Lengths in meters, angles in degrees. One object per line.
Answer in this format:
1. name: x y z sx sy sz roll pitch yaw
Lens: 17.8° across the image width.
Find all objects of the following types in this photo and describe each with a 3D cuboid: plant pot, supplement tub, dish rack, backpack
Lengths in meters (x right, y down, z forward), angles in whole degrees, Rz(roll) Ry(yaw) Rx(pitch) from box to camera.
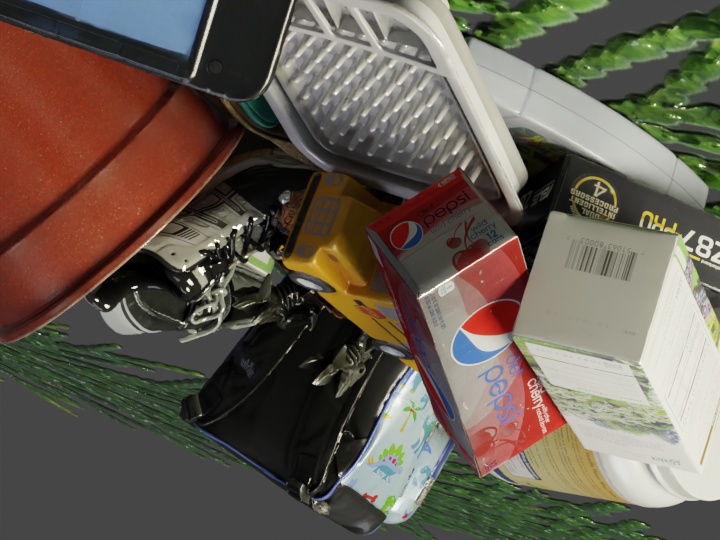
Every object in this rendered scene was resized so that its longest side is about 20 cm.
1. plant pot: -0.207 -0.095 1.391 0.196 0.201 0.200 49 158 -13
2. supplement tub: 0.184 0.096 1.691 0.199 0.145 0.144 5 160 47
3. dish rack: 0.008 -0.111 1.290 0.171 0.044 0.200 18 154 33
4. backpack: -0.005 0.084 1.793 0.182 0.201 0.147 29 175 39

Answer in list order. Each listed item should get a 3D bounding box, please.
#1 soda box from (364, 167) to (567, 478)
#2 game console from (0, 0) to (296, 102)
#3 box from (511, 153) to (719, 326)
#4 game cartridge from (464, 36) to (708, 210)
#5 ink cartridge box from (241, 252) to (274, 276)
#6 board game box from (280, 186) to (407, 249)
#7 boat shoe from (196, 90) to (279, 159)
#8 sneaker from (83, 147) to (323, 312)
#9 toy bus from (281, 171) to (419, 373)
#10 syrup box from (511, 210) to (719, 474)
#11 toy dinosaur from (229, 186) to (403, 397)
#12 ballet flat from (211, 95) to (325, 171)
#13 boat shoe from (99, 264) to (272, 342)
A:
1. soda box: 0.065 0.034 1.337 0.064 0.070 0.201 53 170 36
2. game console: -0.125 -0.187 1.145 0.199 0.174 0.119 20 -168 5
3. box: 0.158 -0.003 1.419 0.160 0.049 0.200 22 165 -12
4. game cartridge: 0.107 -0.077 1.386 0.199 0.041 0.133 28 160 -29
5. ink cartridge box: -0.161 -0.061 1.764 0.199 0.060 0.103 30 161 -34
6. board game box: 0.008 -0.032 1.663 0.199 0.047 0.152 14 164 26
7. boat shoe: -0.124 -0.098 1.557 0.199 0.073 0.065 20 162 -24
8. sneaker: -0.095 -0.019 1.522 0.198 0.088 0.076 -13 143 11
9. toy bus: 0.033 0.011 1.418 0.078 0.066 0.200 12 162 35
10. syrup box: 0.157 0.046 1.342 0.078 0.082 0.200 12 163 23
11. toy dinosaur: 0.000 0.000 1.495 0.199 0.136 0.102 22 -161 -39
12. ballet flat: -0.057 -0.110 1.421 0.065 0.071 0.200 13 162 38
13. boat shoe: -0.124 0.017 1.698 0.068 0.074 0.199 -1 170 23
